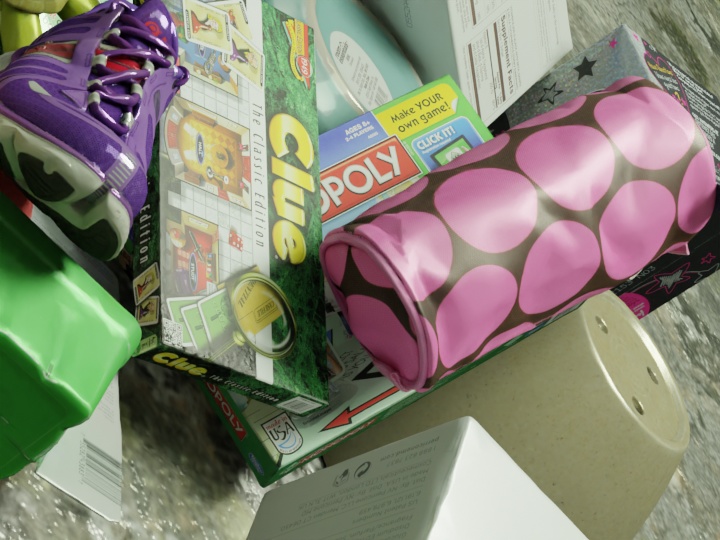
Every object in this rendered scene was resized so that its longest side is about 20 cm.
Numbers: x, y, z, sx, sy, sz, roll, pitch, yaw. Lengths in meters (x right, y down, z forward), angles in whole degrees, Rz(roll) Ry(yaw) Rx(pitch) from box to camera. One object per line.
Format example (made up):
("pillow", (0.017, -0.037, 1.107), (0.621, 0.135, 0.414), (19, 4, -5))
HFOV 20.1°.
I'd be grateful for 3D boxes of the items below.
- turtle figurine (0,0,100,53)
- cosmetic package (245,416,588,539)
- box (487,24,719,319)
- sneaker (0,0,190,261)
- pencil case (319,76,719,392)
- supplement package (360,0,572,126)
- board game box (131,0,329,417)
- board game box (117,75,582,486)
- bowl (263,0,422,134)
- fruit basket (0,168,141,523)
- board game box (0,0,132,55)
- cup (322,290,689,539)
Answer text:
("turtle figurine", (-0.144, -0.139, 0.929), (0.200, 0.064, 0.162), (-34, 104, -36))
("cosmetic package", (0.034, 0.206, 0.797), (0.199, 0.123, 0.200), (47, 40, -23))
("box", (0.128, -0.037, 1.247), (0.132, 0.200, 0.115), (26, 36, -51))
("sneaker", (-0.106, -0.071, 0.799), (0.081, 0.083, 0.200), (46, 7, -22))
("pencil case", (0.077, -0.014, 0.949), (0.091, 0.200, 0.094), (33, -41, 45))
("supplement package", (0.023, -0.202, 1.176), (0.111, 0.155, 0.200), (-42, 138, -32))
("board game box", (-0.059, -0.041, 0.920), (0.105, 0.023, 0.201), (25, 53, -45))
("board game box", (0.000, 0.000, 0.986), (0.200, 0.029, 0.135), (-28, 78, -29))
("bowl", (-0.031, -0.082, 1.114), (0.201, 0.105, 0.201), (45, 25, -28))
("fruit basket", (-0.163, -0.006, 0.805), (0.185, 0.094, 0.200), (46, 10, -26))
("board game box", (-0.158, -0.166, 0.991), (0.200, 0.029, 0.135), (47, 50, -23))
("cup", (0.090, 0.084, 1.092), (0.200, 0.143, 0.201), (44, 25, -28))
